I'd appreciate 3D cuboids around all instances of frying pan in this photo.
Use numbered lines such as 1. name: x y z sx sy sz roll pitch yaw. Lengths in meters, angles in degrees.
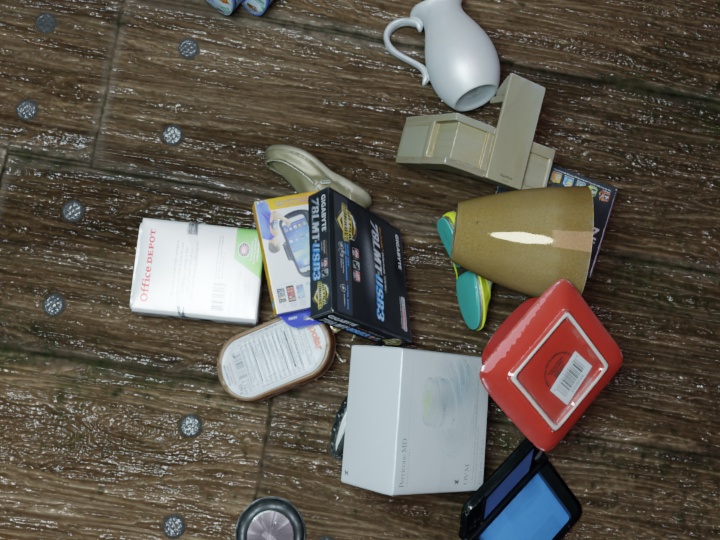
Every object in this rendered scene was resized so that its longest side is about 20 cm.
1. frying pan: -0.173 0.438 1.195 0.188 0.031 0.116 -31 84 -11

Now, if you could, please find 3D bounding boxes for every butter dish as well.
1. butter dish: 0.263 0.131 1.158 0.200 0.147 0.200 -47 114 -9

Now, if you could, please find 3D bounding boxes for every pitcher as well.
1. pitcher: 0.139 -0.370 1.303 0.169 0.121 0.204 -24 74 14

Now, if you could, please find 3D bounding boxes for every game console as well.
1. game console: 0.257 0.370 1.180 0.199 0.178 0.116 -39 58 -23

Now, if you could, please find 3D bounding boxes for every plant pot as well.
1. plant pot: 0.243 -0.049 1.188 0.195 0.186 0.191 8 81 5

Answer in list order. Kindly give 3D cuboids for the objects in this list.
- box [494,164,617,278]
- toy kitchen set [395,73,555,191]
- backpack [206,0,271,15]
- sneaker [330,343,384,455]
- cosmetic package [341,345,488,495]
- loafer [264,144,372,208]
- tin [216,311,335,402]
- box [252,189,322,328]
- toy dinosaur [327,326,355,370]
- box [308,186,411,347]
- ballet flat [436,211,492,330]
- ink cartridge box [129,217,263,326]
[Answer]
1. box: 0.321 -0.095 1.302 0.196 0.049 0.164 21 84 -1
2. toy kitchen set: 0.199 -0.230 1.261 0.197 0.180 0.167 15 92 -25
3. backpack: -0.208 -0.518 1.254 0.189 0.200 0.156 33 85 -6
4. sneaker: 0.017 0.210 1.221 0.079 0.074 0.202 33 80 -5
5. cosmetic package: 0.086 0.224 1.150 0.197 0.122 0.204 10 81 -39
6. loafer: -0.076 -0.141 1.260 0.197 0.076 0.068 28 74 0
7. tin: -0.135 0.138 1.211 0.197 0.042 0.114 -23 83 7
8. box: -0.092 -0.017 1.185 0.117 0.041 0.204 -11 80 -15
9. toy dinosaur: -0.053 0.085 1.239 0.099 0.058 0.204 20 81 0
10. box: 0.000 0.000 1.174 0.049 0.197 0.204 -20 60 34
11. ballet flat: 0.188 -0.004 1.274 0.066 0.067 0.204 -12 81 -29
12. ink cartridge box: -0.255 0.005 1.219 0.195 0.084 0.149 6 81 -5
